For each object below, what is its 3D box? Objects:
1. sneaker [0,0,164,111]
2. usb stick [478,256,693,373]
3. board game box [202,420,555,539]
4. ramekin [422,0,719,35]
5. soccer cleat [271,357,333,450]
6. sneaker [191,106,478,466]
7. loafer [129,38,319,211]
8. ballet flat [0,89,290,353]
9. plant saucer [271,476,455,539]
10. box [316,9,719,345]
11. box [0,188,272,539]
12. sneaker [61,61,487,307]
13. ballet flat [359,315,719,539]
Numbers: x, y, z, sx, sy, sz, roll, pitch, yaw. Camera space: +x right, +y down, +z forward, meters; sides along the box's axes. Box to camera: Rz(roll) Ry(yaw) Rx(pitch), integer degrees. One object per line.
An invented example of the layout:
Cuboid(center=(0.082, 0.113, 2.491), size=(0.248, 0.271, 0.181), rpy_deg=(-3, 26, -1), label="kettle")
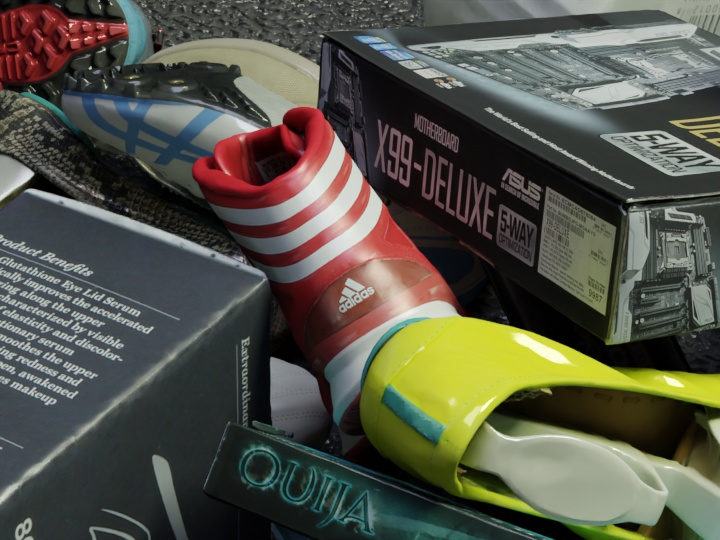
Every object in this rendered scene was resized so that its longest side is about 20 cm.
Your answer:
Cuboid(center=(-0.187, -0.099, 1.113), size=(0.198, 0.080, 0.095), rpy_deg=(4, 3, 18), label="sneaker")
Cuboid(center=(0.099, 0.053, 0.850), size=(0.055, 0.033, 0.201), rpy_deg=(-21, 62, -5), label="usb stick")
Cuboid(center=(0.063, 0.100, 0.744), size=(0.199, 0.028, 0.135), rpy_deg=(20, -4, 20), label="board game box")
Cuboid(center=(0.136, -0.128, 1.046), size=(0.199, 0.202, 0.098), rpy_deg=(-19, 46, -27), label="ramekin")
Cuboid(center=(-0.109, 0.041, 0.884), size=(0.198, 0.078, 0.070), rpy_deg=(3, 34, 2), label="soccer cleat")
Cuboid(center=(0.000, 0.000, 0.838), size=(0.078, 0.200, 0.116), rpy_deg=(-28, 80, -5), label="sneaker")
Cuboid(center=(-0.026, -0.044, 1.015), size=(0.199, 0.076, 0.068), rpy_deg=(19, 32, 23), label="loafer")
Cuboid(center=(-0.115, -0.013, 0.981), size=(0.075, 0.068, 0.199), rpy_deg=(-35, 51, -29), label="ballet flat")
Cuboid(center=(0.036, 0.140, 0.796), size=(0.069, 0.019, 0.200), rpy_deg=(-13, 38, -20), label="plant saucer")
Cuboid(center=(0.098, -0.040, 0.829), size=(0.157, 0.050, 0.200), rpy_deg=(-7, 24, -28), label="box")
Cuboid(center=(-0.121, 0.091, 0.748), size=(0.104, 0.149, 0.200), rpy_deg=(19, 36, 25), label="box")
Cuboid(center=(-0.036, -0.037, 0.944), size=(0.199, 0.073, 0.072), rpy_deg=(19, 19, 19), label="sneaker")
Cuboid(center=(0.089, 0.063, 0.743), size=(0.199, 0.067, 0.067), rpy_deg=(16, 13, -32), label="ballet flat")
